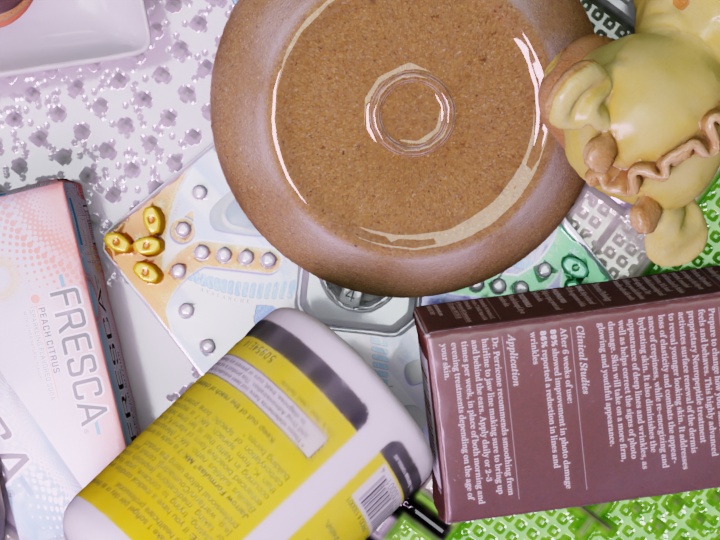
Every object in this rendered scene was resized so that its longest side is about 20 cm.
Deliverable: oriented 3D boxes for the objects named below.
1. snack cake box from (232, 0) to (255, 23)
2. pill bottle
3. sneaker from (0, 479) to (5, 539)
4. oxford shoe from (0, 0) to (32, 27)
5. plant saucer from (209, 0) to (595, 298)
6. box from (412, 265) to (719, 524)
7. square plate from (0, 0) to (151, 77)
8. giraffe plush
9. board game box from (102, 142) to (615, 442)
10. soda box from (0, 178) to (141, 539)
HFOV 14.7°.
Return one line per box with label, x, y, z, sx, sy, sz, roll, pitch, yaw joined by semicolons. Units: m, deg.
snack cake box;-0.048;-0.232;1.411;0.115;0.067;0.201;-27;90;4
pill bottle;-0.071;0.123;1.347;0.200;0.114;0.114;-43;89;-14
sneaker;-0.226;0.068;1.426;0.071;0.072;0.201;-13;89;4
oxford shoe;-0.169;-0.222;1.363;0.071;0.073;0.201;4;84;-9
plant saucer;0.025;-0.080;1.378;0.199;0.035;0.201;-1;104;-4
box;0.130;0.058;1.387;0.199;0.075;0.101;-7;101;-2
square plate;-0.221;-0.187;1.403;0.197;0.028;0.201;-11;87;-11
giraffe plush;0.155;-0.095;1.321;0.172;0.200;0.162;41;80;-8
board game box;0.000;0.000;1.434;0.200;0.026;0.200;-39;89;3
soda box;-0.156;0.057;1.426;0.068;0.064;0.201;-14;90;3
